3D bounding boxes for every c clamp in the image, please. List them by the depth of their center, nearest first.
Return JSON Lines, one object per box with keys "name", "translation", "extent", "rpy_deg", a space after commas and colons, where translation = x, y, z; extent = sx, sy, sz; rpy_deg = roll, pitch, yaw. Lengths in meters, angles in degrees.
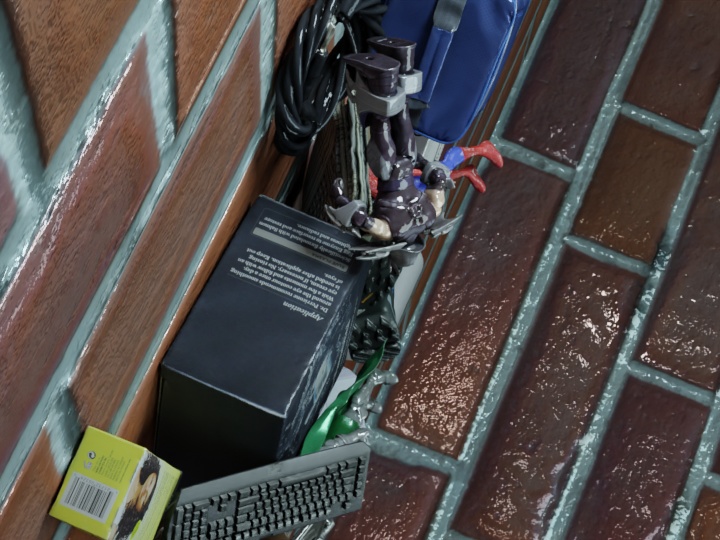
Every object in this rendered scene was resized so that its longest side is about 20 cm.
{"name": "c clamp", "translation": [-0.082, 0.321, 1.943], "extent": [0.200, 0.027, 0.171], "rpy_deg": [-49, 169, -32]}

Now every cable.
{"name": "cable", "translation": [-0.026, -0.169, 1.599], "extent": [0.200, 0.051, 0.163], "rpy_deg": [95, 18, -71]}

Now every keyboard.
{"name": "keyboard", "translation": [-0.081, 0.214, 1.578], "extent": [0.200, 0.021, 0.127], "rpy_deg": [-11, 128, -34]}

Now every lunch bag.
{"name": "lunch bag", "translation": [0.077, -0.226, 1.894], "extent": [0.132, 0.136, 0.200], "rpy_deg": [-53, 165, -66]}

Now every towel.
{"name": "towel", "translation": [-0.027, -0.058, 1.745], "extent": [0.200, 0.034, 0.193], "rpy_deg": [114, -21, -54]}

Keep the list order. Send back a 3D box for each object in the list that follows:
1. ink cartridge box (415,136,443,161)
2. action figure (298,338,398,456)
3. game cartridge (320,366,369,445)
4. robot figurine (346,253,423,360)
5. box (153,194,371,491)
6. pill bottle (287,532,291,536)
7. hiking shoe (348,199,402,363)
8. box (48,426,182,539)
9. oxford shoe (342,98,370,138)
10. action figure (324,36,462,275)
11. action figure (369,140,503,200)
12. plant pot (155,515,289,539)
{"name": "ink cartridge box", "translation": [0.055, -0.172, 2.136], "extent": [0.200, 0.083, 0.147], "rpy_deg": [-30, 141, -80]}
{"name": "action figure", "translation": [-0.025, 0.159, 1.700], "extent": [0.200, 0.055, 0.118], "rpy_deg": [-54, 170, -50]}
{"name": "game cartridge", "translation": [-0.083, 0.177, 1.826], "extent": [0.200, 0.040, 0.134], "rpy_deg": [-28, 130, -27]}
{"name": "robot figurine", "translation": [0.000, 0.020, 2.184], "extent": [0.170, 0.113, 0.200], "rpy_deg": [118, -3, -65]}
{"name": "box", "translation": [-0.087, 0.081, 1.639], "extent": [0.197, 0.117, 0.200], "rpy_deg": [103, 12, -54]}
{"name": "pill bottle", "translation": [-0.114, 0.227, 1.927], "extent": [0.112, 0.112, 0.200], "rpy_deg": [-38, 149, -78]}
{"name": "hiking shoe", "translation": [0.000, 0.000, 1.870], "extent": [0.087, 0.074, 0.200], "rpy_deg": [-106, -168, -47]}
{"name": "box", "translation": [-0.182, 0.169, 1.431], "extent": [0.200, 0.050, 0.075], "rpy_deg": [78, 35, -80]}
{"name": "oxford shoe", "translation": [0.001, -0.100, 1.893], "extent": [0.200, 0.074, 0.071], "rpy_deg": [106, -13, -53]}
{"name": "action figure", "translation": [0.027, -0.090, 1.584], "extent": [0.130, 0.069, 0.200], "rpy_deg": [-29, 121, -46]}
{"name": "action figure", "translation": [0.056, -0.087, 1.877], "extent": [0.200, 0.052, 0.065], "rpy_deg": [-11, 153, -37]}
{"name": "plant pot", "translation": [-0.098, 0.330, 1.710], "extent": [0.200, 0.198, 0.200], "rpy_deg": [-35, 147, -28]}
